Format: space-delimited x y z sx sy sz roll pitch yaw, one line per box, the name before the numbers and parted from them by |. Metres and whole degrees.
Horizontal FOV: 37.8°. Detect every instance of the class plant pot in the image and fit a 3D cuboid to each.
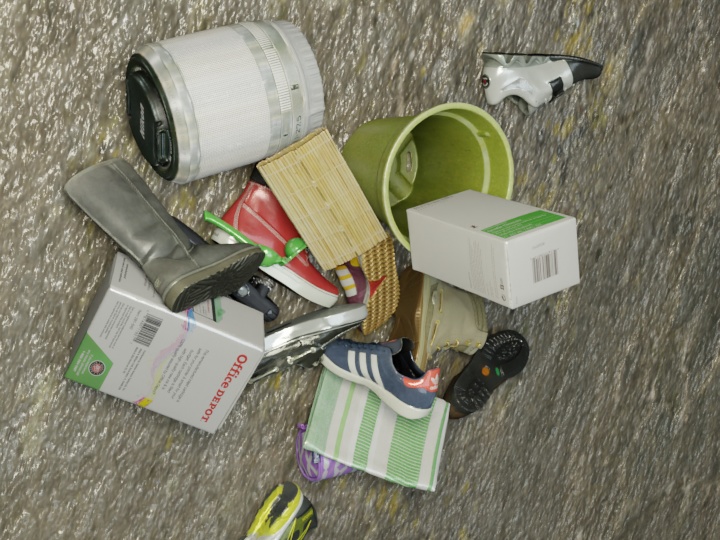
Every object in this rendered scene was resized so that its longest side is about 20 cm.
plant pot | 0.069 -0.129 1.394 0.199 0.184 0.203 -8 107 -29

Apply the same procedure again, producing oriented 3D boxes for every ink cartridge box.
ink cartridge box | -0.232 0.090 1.267 0.199 0.084 0.145 24 117 -18

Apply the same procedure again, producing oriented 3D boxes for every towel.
towel | 0.027 0.213 1.470 0.199 0.023 0.154 24 54 -13

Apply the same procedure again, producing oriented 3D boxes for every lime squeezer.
lime squeezer | -0.100 -0.039 1.338 0.198 0.038 0.071 -2 64 -21

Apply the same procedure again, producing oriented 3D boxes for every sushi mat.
sushi mat | -0.043 -0.082 1.284 0.095 0.012 0.201 -28 134 4

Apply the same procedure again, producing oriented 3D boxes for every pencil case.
pencil case | 0.000 0.241 1.507 0.198 0.084 0.086 -8 83 -31

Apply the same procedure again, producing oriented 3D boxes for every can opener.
can opener | -0.179 0.003 1.348 0.079 0.063 0.200 -48 121 -12

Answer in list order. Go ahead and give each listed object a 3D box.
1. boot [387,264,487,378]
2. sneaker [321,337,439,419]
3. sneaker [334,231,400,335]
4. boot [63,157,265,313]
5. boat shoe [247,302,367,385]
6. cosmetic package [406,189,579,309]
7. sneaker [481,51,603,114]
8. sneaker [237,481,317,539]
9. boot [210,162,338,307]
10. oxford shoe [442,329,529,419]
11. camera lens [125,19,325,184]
boot | 0.112 0.109 1.522 0.155 0.072 0.202 24 65 -39
sneaker | 0.023 0.116 1.426 0.075 0.199 0.085 -16 131 -61
sneaker | 0.000 0.000 1.455 0.075 0.090 0.201 -32 143 -28
boot | -0.230 -0.052 1.256 0.181 0.200 0.073 -18 146 -55
boat shoe | -0.080 0.099 1.409 0.198 0.071 0.064 -20 98 -5
cosmetic package | 0.152 -0.029 1.241 0.107 0.199 0.086 -19 113 -27
sneaker | 0.264 -0.275 1.547 0.198 0.074 0.089 -4 104 -20
sneaker | -0.128 0.397 1.467 0.085 0.074 0.201 44 78 -31
boot | -0.082 -0.050 1.392 0.199 0.072 0.145 36 81 -29
oxford shoe | 0.185 0.157 1.607 0.199 0.084 0.073 -34 82 -37
camera lens | -0.162 -0.198 1.222 0.199 0.160 0.162 -20 111 -26
